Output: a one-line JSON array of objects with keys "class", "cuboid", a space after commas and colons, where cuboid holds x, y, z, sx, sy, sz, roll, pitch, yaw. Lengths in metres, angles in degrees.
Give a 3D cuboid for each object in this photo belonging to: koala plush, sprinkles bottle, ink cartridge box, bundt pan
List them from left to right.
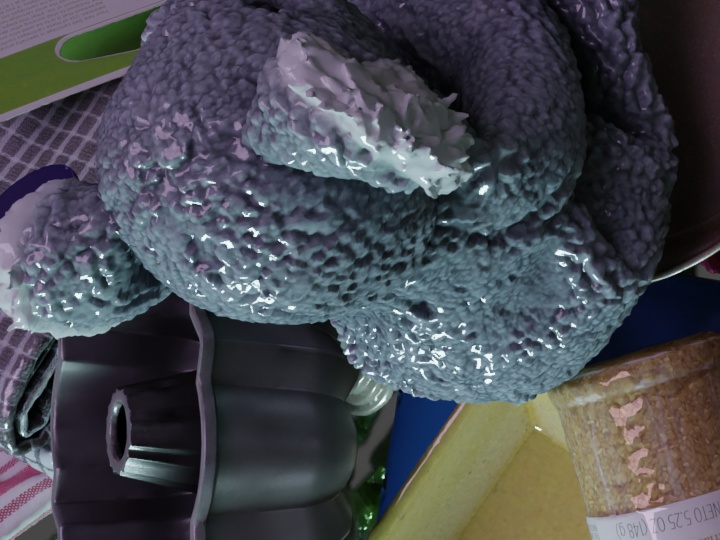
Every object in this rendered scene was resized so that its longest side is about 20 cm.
[{"class": "ink cartridge box", "cuboid": [-0.129, -0.119, 0.929, 0.200, 0.147, 0.076, 53, 159, 45]}, {"class": "bundt pan", "cuboid": [-0.059, 0.063, 0.760, 0.202, 0.075, 0.203, -176, 90, -67]}, {"class": "koala plush", "cuboid": [-0.005, -0.035, 0.606, 0.177, 0.200, 0.185, -20, 87, 30]}, {"class": "sprinkles bottle", "cuboid": [0.123, 0.126, 0.688, 0.068, 0.068, 0.201, -19, 86, 38]}]

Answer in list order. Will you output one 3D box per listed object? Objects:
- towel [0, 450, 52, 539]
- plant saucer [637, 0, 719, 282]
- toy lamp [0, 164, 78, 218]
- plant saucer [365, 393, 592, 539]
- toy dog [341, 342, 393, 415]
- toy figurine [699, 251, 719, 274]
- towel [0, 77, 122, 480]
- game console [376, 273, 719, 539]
[{"class": "towel", "cuboid": [-0.206, 0.076, 1.015, 0.199, 0.146, 0.030, 19, 134, 41]}, {"class": "plant saucer", "cuboid": [0.093, -0.092, 0.695, 0.200, 0.032, 0.201, -3, 85, 42]}, {"class": "toy lamp", "cuboid": [-0.097, 0.041, 0.895, 0.058, 0.200, 0.058, -24, 36, 19]}, {"class": "plant saucer", "cuboid": [0.083, 0.162, 0.754, 0.200, 0.048, 0.200, 35, 96, 8]}, {"class": "toy dog", "cuboid": [0.000, 0.000, 0.843, 0.200, 0.096, 0.133, -18, 75, 62]}, {"class": "toy figurine", "cuboid": [0.196, -0.024, 0.700, 0.200, 0.150, 0.184, -38, 50, 7]}, {"class": "towel", "cuboid": [-0.158, -0.016, 0.975, 0.165, 0.086, 0.201, 22, 75, 40]}, {"class": "game console", "cuboid": [0.086, 0.094, 0.837, 0.170, 0.118, 0.201, 10, 92, 10]}]
